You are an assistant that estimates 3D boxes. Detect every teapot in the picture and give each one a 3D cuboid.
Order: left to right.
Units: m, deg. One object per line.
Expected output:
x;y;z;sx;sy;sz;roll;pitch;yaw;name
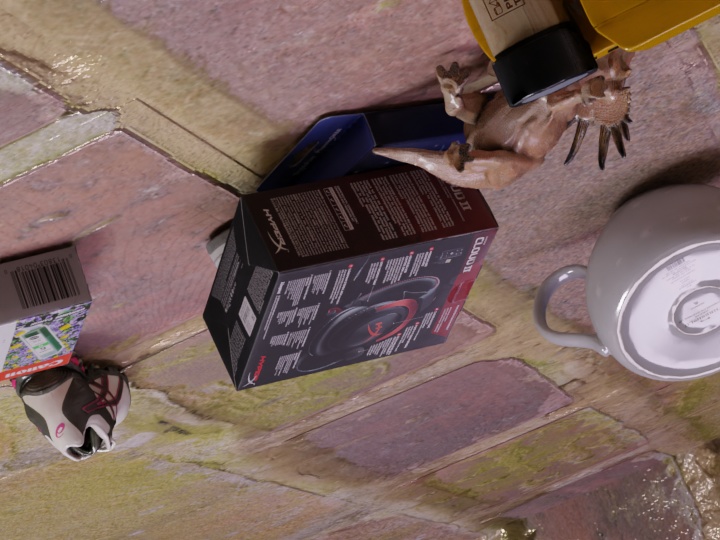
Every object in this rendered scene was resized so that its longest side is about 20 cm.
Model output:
0.281;-0.005;2.039;0.199;0.146;0.198;5;125;-22;teapot

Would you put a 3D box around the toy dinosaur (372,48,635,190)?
0.116;-0.100;1.573;0.200;0.086;0.136;-31;155;7;toy dinosaur

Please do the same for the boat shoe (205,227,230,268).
-0.040;0.000;1.776;0.074;0.065;0.202;-30;161;29;boat shoe

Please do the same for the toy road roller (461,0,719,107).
0.151;-0.187;1.318;0.200;0.123;0.146;-26;177;25;toy road roller

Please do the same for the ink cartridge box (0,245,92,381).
-0.271;0.051;1.684;0.109;0.050;0.200;-15;162;-21;ink cartridge box

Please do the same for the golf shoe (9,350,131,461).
-0.240;0.124;1.901;0.077;0.088;0.200;-24;165;7;golf shoe

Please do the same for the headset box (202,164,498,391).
0.000;0.000;1.643;0.200;0.075;0.149;-12;148;-25;headset box

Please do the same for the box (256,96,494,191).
0.032;-0.084;1.656;0.200;0.032;0.121;-9;160;-33;box
